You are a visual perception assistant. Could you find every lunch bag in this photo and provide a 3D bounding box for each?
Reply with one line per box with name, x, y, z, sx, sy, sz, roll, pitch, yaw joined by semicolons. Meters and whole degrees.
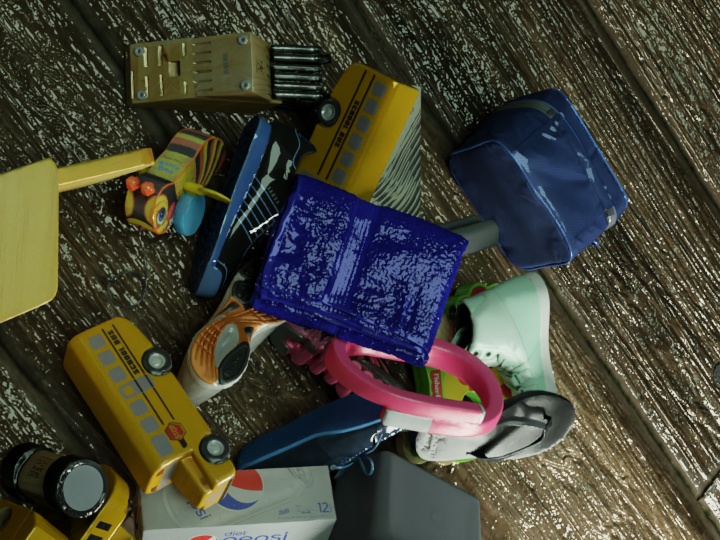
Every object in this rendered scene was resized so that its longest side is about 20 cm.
lunch bag;0.217;-0.103;1.809;0.132;0.135;0.201;-42;107;-26

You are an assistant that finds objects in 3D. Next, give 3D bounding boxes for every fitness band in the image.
fitness band;0.058;0.112;1.612;0.198;0.144;0.038;12;118;-23

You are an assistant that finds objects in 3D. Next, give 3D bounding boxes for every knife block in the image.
knife block;-0.133;-0.203;1.665;0.198;0.175;0.065;-4;84;14

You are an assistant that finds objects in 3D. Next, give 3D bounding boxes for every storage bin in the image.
storage bin;0.043;0.293;1.675;0.199;0.145;0.135;32;49;-34

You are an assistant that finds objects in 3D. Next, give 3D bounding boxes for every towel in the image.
towel;0.000;0.000;1.584;0.198;0.050;0.149;20;83;-8

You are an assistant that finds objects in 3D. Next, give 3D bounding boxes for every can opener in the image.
can opener;0.065;-0.034;1.676;0.198;0.052;0.067;-10;111;-35

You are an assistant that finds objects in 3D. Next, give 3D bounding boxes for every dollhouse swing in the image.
dollhouse swing;-0.297;-0.022;1.460;0.174;0.199;0.184;2;84;-31

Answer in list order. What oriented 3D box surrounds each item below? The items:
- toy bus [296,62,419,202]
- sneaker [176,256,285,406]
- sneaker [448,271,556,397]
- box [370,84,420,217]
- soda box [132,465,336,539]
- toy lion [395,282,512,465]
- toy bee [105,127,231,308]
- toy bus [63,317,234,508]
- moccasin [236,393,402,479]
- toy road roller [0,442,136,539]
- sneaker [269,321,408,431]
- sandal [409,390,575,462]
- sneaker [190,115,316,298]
toy bus;-0.017;-0.120;1.660;0.065;0.078;0.202;8;109;-60
sneaker;-0.133;0.063;1.612;0.076;0.092;0.200;44;46;-2
sneaker;0.153;0.108;1.740;0.117;0.074;0.203;-15;112;-20
box;0.019;-0.107;1.731;0.081;0.068;0.202;2;85;-32
soda box;-0.128;0.245;1.572;0.198;0.069;0.064;-1;55;-15
toy lion;0.126;0.116;1.784;0.190;0.068;0.202;-2;86;-38
toy bee;-0.195;-0.075;1.567;0.129;0.109;0.202;1;58;6
toy bus;-0.206;0.144;1.519;0.078;0.065;0.201;-25;69;-33
moccasin;-0.032;0.185;1.642;0.198;0.081;0.069;-20;113;12
toy road roller;-0.296;0.272;1.482;0.146;0.122;0.201;49;63;-30
sneaker;-0.002;0.092;1.695;0.200;0.079;0.096;42;51;-11
sandal;0.150;0.181;1.699;0.198;0.043;0.077;-7;115;-23
sneaker;-0.112;-0.057;1.623;0.077;0.070;0.202;21;97;-22
